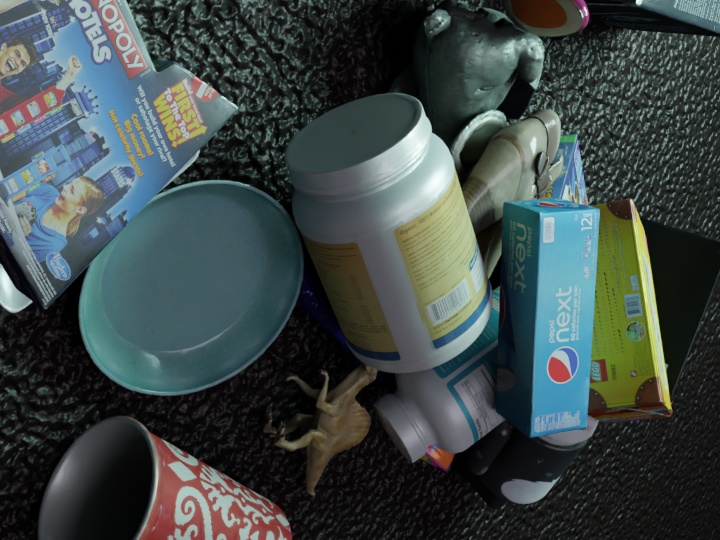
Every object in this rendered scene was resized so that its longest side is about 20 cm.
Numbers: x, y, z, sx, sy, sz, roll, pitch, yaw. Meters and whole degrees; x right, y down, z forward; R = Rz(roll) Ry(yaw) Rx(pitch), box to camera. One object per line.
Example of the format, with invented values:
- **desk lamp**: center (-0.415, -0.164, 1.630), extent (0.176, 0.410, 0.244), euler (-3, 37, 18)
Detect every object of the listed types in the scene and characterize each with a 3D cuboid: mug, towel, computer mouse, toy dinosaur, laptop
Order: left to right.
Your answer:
- **mug**: center (-0.175, 0.229, 0.789), extent (0.200, 0.175, 0.136), euler (39, 42, -46)
- **toy dinosaur**: center (-0.041, 0.159, 0.880), extent (0.099, 0.058, 0.203), euler (13, 115, -23)
- **towel**: center (0.000, 0.000, 0.893), extent (0.149, 0.049, 0.200), euler (-57, 133, -18)
- **computer mouse**: center (0.173, -0.214, 0.900), extent (0.033, 0.201, 0.060), euler (19, 67, -3)
- **laptop**: center (0.314, 0.034, 1.060), extent (0.101, 0.200, 0.181), euler (22, 90, -3)

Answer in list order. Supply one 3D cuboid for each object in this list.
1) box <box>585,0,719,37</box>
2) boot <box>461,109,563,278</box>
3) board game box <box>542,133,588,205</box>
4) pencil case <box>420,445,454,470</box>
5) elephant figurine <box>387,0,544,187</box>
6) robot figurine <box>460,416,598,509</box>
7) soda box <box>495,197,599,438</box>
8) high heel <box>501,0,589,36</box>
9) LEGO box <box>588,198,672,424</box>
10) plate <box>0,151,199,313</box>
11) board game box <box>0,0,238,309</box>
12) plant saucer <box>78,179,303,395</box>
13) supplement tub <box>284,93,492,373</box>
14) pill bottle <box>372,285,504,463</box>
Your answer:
- **box**: center (0.305, -0.324, 0.974), extent (0.197, 0.147, 0.107), euler (0, 105, -41)
- **boot**: center (0.141, -0.059, 0.888), extent (0.146, 0.070, 0.201), euler (-42, 158, -23)
- **board game box**: center (0.223, -0.041, 1.013), extent (0.201, 0.034, 0.137), euler (-62, 143, -46)
- **pencil case**: center (0.111, 0.119, 1.003), extent (0.088, 0.088, 0.202), euler (41, 77, -41)
- **elephant figurine**: center (0.093, -0.147, 0.875), extent (0.152, 0.142, 0.203), euler (12, 115, -14)
- **robot figurine**: center (0.193, 0.185, 1.048), extent (0.123, 0.151, 0.202), euler (24, 125, -4)
- **soda box**: center (0.167, 0.041, 0.814), extent (0.063, 0.068, 0.205), euler (-4, 104, -20)
- **high heel**: center (0.157, -0.282, 0.828), extent (0.095, 0.200, 0.068), euler (-28, 144, -22)
- **LEGO box**: center (0.265, 0.047, 0.931), extent (0.149, 0.076, 0.205), euler (31, 53, -64)
- **plate**: center (-0.238, -0.106, 0.655), extent (0.200, 0.032, 0.201), euler (-44, 128, -21)
- **board game box**: center (-0.193, -0.116, 0.629), extent (0.199, 0.061, 0.203), euler (-37, 125, -27)
- **plant saucer**: center (-0.142, 0.011, 0.753), extent (0.197, 0.036, 0.204), euler (-19, 128, -25)
- **supplement tub**: center (0.025, -0.031, 0.773), extent (0.144, 0.143, 0.203), euler (-38, 125, -25)
- **pill bottle**: center (0.110, 0.105, 0.905), extent (0.198, 0.111, 0.112), euler (-34, 125, -11)
